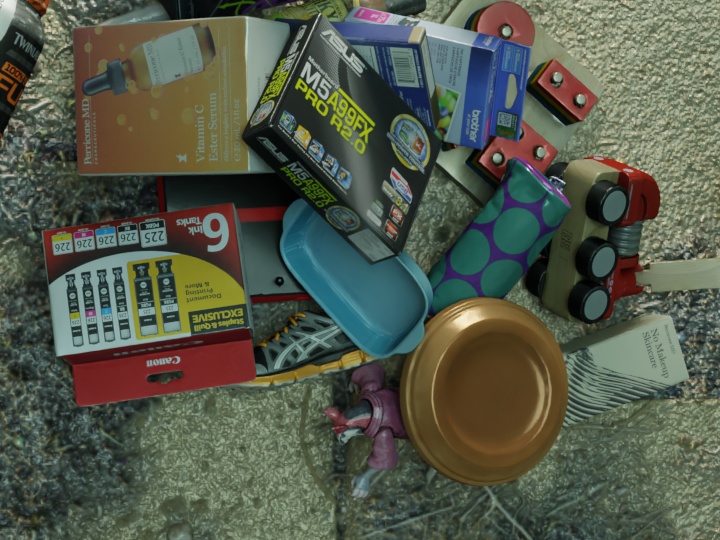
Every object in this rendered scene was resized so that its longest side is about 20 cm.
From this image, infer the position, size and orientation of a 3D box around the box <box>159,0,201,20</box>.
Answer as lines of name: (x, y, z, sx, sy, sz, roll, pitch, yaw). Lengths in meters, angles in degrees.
box: (-0.131, -0.363, 1.567, 0.199, 0.149, 0.108, -31, 79, -13)

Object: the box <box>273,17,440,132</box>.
box: (-0.021, -0.205, 1.582, 0.198, 0.122, 0.033, 6, 49, 18)

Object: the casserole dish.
casserole dish: (0.000, 0.000, 1.596, 0.200, 0.121, 0.039, 47, 39, 10)

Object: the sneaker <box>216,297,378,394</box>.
sneaker: (-0.068, 0.083, 1.638, 0.198, 0.078, 0.078, -15, 87, -22)

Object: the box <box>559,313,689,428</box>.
box: (0.266, 0.118, 1.727, 0.198, 0.068, 0.083, -20, 95, -14)

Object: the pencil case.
pencil case: (0.142, -0.026, 1.646, 0.085, 0.093, 0.200, 19, 114, -51)

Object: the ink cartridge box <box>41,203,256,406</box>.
ink cartridge box: (-0.212, 0.037, 1.553, 0.198, 0.084, 0.177, -9, 80, -2)

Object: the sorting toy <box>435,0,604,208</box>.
sorting toy: (0.155, -0.194, 1.697, 0.198, 0.070, 0.201, 40, 81, -12)

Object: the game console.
game console: (-0.119, -0.054, 1.647, 0.198, 0.031, 0.179, -3, 85, -16)

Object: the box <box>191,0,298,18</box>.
box: (-0.062, -0.325, 1.552, 0.199, 0.143, 0.036, -24, 76, -41)

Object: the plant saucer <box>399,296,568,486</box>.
plant saucer: (0.138, 0.129, 1.605, 0.198, 0.037, 0.202, 0, 90, -23)

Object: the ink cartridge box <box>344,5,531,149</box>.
ink cartridge box: (0.076, -0.201, 1.607, 0.198, 0.042, 0.120, 13, 125, 12)

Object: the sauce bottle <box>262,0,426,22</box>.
sauce bottle: (-0.024, -0.270, 1.652, 0.199, 0.065, 0.065, -23, 96, -16)

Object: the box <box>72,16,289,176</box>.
box: (-0.179, -0.173, 1.534, 0.198, 0.106, 0.154, 0, 95, 22)

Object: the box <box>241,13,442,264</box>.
box: (-0.014, -0.130, 1.512, 0.200, 0.044, 0.161, 44, 49, -27)

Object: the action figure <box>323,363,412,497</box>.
action figure: (0.051, 0.159, 1.625, 0.199, 0.148, 0.135, -2, 72, -42)

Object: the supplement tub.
supplement tub: (-0.396, -0.204, 1.520, 0.122, 0.122, 0.201, 25, 84, -14)

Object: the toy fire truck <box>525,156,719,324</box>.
toy fire truck: (0.310, -0.033, 1.715, 0.199, 0.128, 0.178, -7, 113, -36)
